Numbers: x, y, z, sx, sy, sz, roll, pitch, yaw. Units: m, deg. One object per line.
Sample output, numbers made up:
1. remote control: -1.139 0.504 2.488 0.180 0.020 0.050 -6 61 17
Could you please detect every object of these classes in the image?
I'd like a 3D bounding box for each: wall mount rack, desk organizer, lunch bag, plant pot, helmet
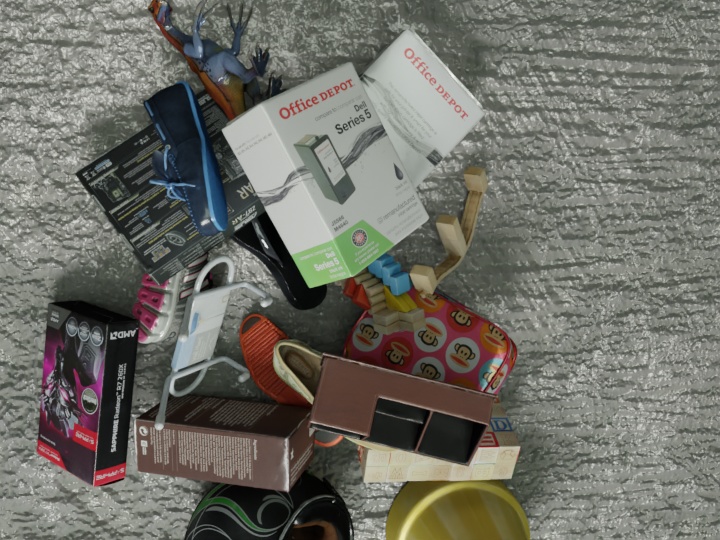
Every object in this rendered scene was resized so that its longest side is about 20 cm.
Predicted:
1. wall mount rack: -0.184 0.089 0.831 0.074 0.174 0.200 29 114 23
2. desk organizer: 0.044 0.158 0.800 0.199 0.072 0.077 14 72 -2
3. lunch bag: 0.081 0.115 0.913 0.200 0.082 0.176 33 91 23
4. plant pot: 0.150 0.391 0.957 0.200 0.189 0.201 -2 100 -10
5. helmet: -0.125 0.341 0.898 0.200 0.190 0.201 -1 91 -50

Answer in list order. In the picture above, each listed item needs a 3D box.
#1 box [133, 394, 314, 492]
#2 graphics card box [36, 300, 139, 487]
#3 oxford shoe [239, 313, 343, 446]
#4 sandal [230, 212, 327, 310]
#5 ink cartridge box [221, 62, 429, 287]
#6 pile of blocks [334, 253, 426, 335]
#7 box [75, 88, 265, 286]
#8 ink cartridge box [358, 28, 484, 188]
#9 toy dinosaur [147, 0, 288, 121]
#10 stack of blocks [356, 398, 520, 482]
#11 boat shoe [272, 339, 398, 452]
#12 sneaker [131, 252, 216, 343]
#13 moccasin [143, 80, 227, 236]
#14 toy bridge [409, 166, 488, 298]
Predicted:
1. box: -0.165 0.209 0.879 0.199 0.100 0.075 2 100 15
2. graphics card box: -0.333 0.145 0.863 0.051 0.125 0.201 -1 102 -54
3. oxford shoe: -0.088 0.142 0.942 0.071 0.073 0.200 -36 86 11
4. sandal: -0.105 -0.037 0.904 0.200 0.043 0.076 50 57 -19
5. ink cartridge box: -0.034 -0.105 0.782 0.145 0.084 0.200 -37 104 -38
6. pile of blocks: 0.000 0.000 0.875 0.062 0.082 0.200 -23 60 -40
7. box: -0.205 -0.105 0.840 0.200 0.044 0.160 -38 77 -12
8. ink cartridge box: 0.033 -0.178 0.899 0.200 0.084 0.145 -46 104 0
9. toy dinosaur: -0.182 -0.246 0.822 0.181 0.105 0.200 17 82 24
10. stack of blocks: 0.097 0.219 0.951 0.199 0.115 0.059 1 120 -10
11. boat shoe: -0.025 0.153 0.863 0.200 0.063 0.073 32 78 6
12. sneaker: -0.215 0.003 0.889 0.087 0.074 0.200 31 70 -50
13. moccasin: -0.196 -0.118 0.791 0.068 0.081 0.200 -18 59 -2
14. toy bridge: 0.119 -0.043 0.920 0.200 0.027 0.067 -60 144 -29
